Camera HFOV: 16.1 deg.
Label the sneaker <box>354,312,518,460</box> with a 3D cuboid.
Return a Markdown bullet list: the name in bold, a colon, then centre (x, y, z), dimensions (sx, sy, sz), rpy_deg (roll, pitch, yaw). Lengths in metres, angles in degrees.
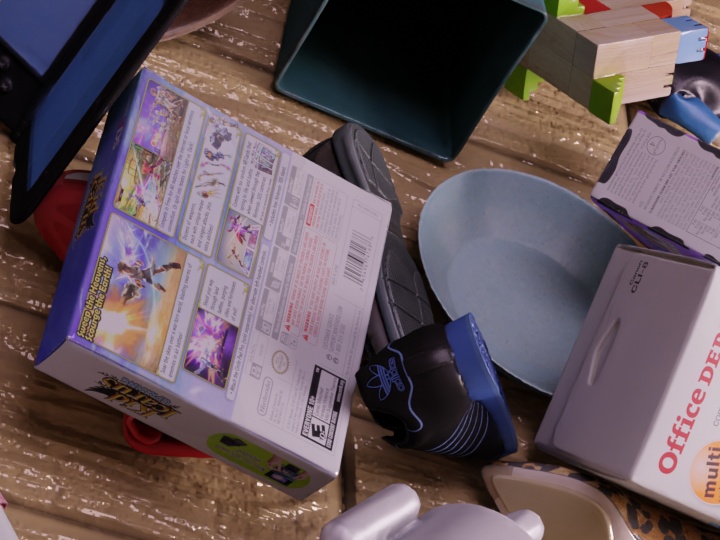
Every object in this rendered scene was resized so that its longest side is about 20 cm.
- **sneaker**: centre (0.046, 0.077, 1.526), dimensions (0.078, 0.200, 0.070), rpy_deg (-19, 70, 3)

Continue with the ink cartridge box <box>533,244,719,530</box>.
- **ink cartridge box**: centre (0.241, 0.090, 1.588), dimensions (0.200, 0.146, 0.145), rpy_deg (23, -3, -20)

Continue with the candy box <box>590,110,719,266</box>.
- **candy box**: centre (0.275, -0.015, 1.709), dimensions (0.200, 0.072, 0.168), rpy_deg (29, -1, 26)

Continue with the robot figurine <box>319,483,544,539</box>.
- **robot figurine**: centre (0.037, 0.204, 1.410), dimensions (0.200, 0.113, 0.170), rpy_deg (-29, 90, -48)

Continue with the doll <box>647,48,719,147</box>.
- **doll**: centre (0.268, -0.137, 1.949), dimensions (0.199, 0.049, 0.137), rpy_deg (9, 46, -29)

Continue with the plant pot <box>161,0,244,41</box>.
- **plant pot**: centre (-0.163, -0.290, 1.696), dimensions (0.200, 0.201, 0.198), rpy_deg (0, 45, -35)

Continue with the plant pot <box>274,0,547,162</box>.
- **plant pot**: centre (0.033, -0.210, 1.792), dimensions (0.141, 0.141, 0.200), rpy_deg (22, 36, -17)

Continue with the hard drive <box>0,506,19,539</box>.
- **hard drive**: centre (-0.270, 0.096, 1.333), dimensions (0.132, 0.026, 0.200), rpy_deg (-8, 55, -41)

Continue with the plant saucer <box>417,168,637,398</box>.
- **plant saucer**: centre (0.119, 0.020, 1.702), dimensions (0.200, 0.039, 0.201), rpy_deg (19, 43, -18)

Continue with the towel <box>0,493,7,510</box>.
- **towel**: centre (-0.299, 0.075, 1.369), dimensions (0.144, 0.023, 0.200), rpy_deg (-22, 66, -46)

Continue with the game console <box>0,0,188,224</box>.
- **game console**: centre (-0.187, -0.161, 1.518), dimensions (0.176, 0.200, 0.116), rpy_deg (43, 22, 9)

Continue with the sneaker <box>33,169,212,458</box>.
- **sneaker**: centre (-0.127, 0.030, 1.491), dimensions (0.200, 0.078, 0.116), rpy_deg (36, 39, 2)

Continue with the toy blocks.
- **toy blocks**: centre (0.180, -0.179, 1.863), dimensions (0.136, 0.100, 0.200), rpy_deg (-11, 32, -30)

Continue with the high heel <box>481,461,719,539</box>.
- **high heel**: centre (0.174, 0.170, 1.600), dimensions (0.200, 0.072, 0.143), rpy_deg (32, 16, 14)

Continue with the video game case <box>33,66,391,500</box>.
- **video game case**: centre (-0.081, 0.007, 1.470), dimensions (0.181, 0.045, 0.200), rpy_deg (29, 50, -22)

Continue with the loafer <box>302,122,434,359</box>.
- **loafer**: centre (0.000, 0.000, 1.635), dimensions (0.072, 0.063, 0.200), rpy_deg (39, 31, -50)
